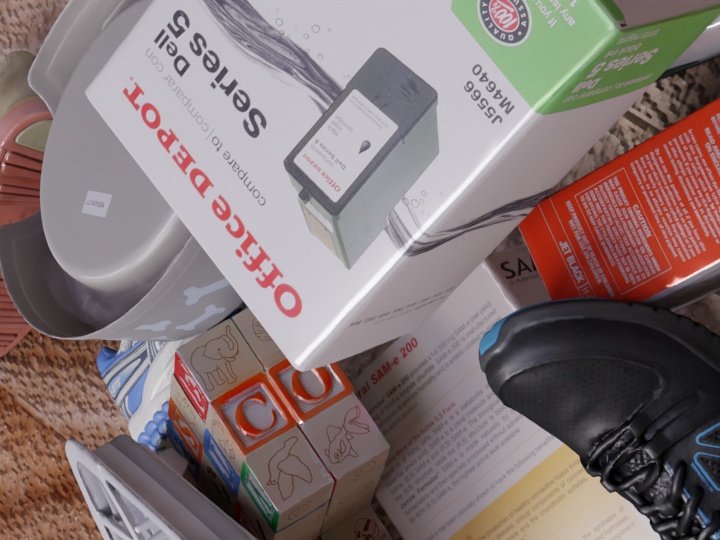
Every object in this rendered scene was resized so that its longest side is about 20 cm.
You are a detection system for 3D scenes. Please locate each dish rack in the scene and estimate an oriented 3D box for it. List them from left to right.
[{"bbox_3d":[-0.052,0.160,1.015,0.200,0.044,0.172,31,147,56],"label":"dish rack"}]

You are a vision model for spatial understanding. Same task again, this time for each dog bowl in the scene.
[{"bbox_3d":[-0.093,-0.058,1.066,0.200,0.059,0.200,-26,55,44],"label":"dog bowl"}]

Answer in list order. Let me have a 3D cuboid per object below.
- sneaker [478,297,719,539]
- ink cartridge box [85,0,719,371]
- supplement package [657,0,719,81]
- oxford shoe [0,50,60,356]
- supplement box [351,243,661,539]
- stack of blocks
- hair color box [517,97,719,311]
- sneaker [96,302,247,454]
[{"bbox_3d":[0.135,0.079,0.903,0.200,0.082,0.073,27,143,-13],"label":"sneaker"},{"bbox_3d":[0.011,-0.081,0.835,0.146,0.084,0.200,52,126,14],"label":"ink cartridge box"},{"bbox_3d":[0.085,-0.146,0.915,0.200,0.152,0.151,-20,88,38],"label":"supplement package"},{"bbox_3d":[-0.197,-0.026,1.218,0.200,0.071,0.074,-58,40,30],"label":"oxford shoe"},{"bbox_3d":[0.090,0.102,1.010,0.126,0.074,0.200,-43,73,35],"label":"supplement box"},{"bbox_3d":[-0.035,0.103,1.047,0.115,0.059,0.200,55,162,16],"label":"stack of blocks"},{"bbox_3d":[0.171,-0.043,0.904,0.200,0.101,0.061,-30,80,36],"label":"hair color box"},{"bbox_3d":[-0.079,0.003,1.119,0.085,0.077,0.200,47,122,25],"label":"sneaker"}]
